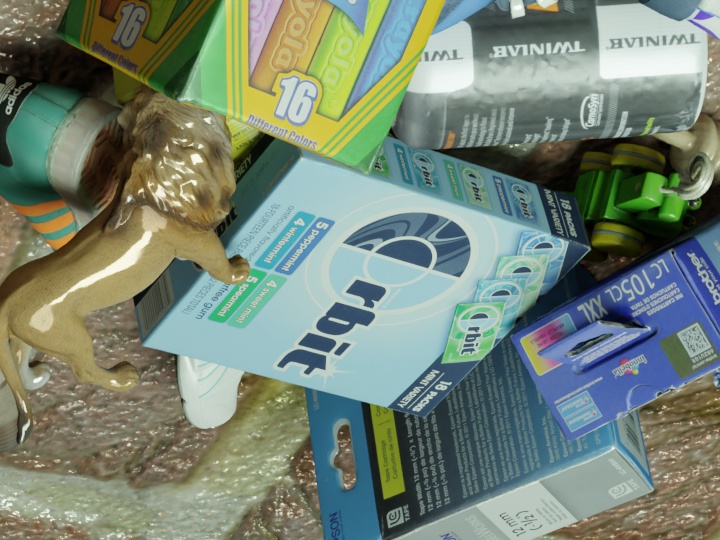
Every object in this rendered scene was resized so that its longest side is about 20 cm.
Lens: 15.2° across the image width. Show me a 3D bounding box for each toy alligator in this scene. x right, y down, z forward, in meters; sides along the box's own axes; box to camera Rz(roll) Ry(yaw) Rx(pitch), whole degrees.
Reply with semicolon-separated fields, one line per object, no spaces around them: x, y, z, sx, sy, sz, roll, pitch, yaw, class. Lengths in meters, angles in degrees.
0.165;-0.036;1.528;0.054;0.059;0.200;20;169;-21;toy alligator

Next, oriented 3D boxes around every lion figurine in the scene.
-0.132;-0.005;1.405;0.200;0.072;0.123;-49;147;-9;lion figurine

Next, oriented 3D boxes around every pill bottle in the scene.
0.075;-0.118;1.422;0.199;0.106;0.106;-5;143;-6;pill bottle

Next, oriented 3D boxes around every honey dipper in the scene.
0.147;-0.091;1.530;0.200;0.038;0.038;22;133;-32;honey dipper

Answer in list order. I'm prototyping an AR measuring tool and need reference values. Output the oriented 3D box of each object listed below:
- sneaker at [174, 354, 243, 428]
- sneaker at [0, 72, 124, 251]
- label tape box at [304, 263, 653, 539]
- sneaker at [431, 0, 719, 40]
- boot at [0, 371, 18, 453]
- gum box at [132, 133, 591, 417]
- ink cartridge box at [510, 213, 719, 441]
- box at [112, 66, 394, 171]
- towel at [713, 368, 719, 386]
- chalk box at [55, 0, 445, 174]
-0.076;0.027;1.614;0.080;0.071;0.201;-7;142;-7;sneaker
-0.164;-0.053;1.501;0.080;0.071;0.200;29;160;13;sneaker
0.071;0.100;1.674;0.200;0.144;0.066;-25;140;20;label tape box
0.125;-0.147;1.339;0.200;0.081;0.146;-43;100;4;sneaker
-0.299;0.069;1.635;0.199;0.070;0.146;-15;136;7;boot
0.000;0.000;1.528;0.200;0.045;0.170;16;133;-33;gum box
0.182;0.024;1.553;0.136;0.076;0.200;-31;178;41;ink cartridge box
-0.049;-0.078;1.496;0.075;0.050;0.200;-27;139;22;box
0.306;0.024;1.572;0.144;0.024;0.200;-14;173;-24;towel
-0.032;-0.169;1.281;0.124;0.125;0.200;19;95;-38;chalk box
